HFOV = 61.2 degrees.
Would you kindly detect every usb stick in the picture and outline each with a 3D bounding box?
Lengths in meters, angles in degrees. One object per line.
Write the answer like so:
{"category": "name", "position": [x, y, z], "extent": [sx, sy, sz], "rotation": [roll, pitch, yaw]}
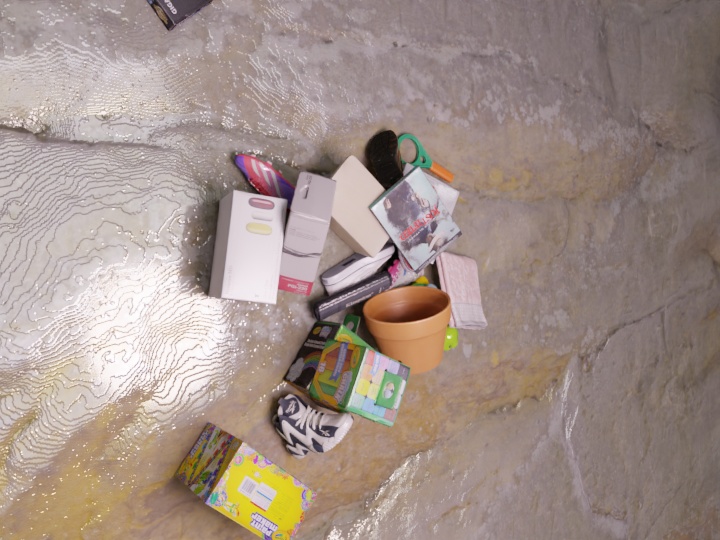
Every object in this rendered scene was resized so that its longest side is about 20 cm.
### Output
{"category": "usb stick", "position": [-0.017, 0.057, 1.375], "extent": [0.197, 0.033, 0.056], "rotation": [-24, 144, -17]}

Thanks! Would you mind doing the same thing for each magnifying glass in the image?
{"category": "magnifying glass", "position": [0.163, -0.280, 1.559], "extent": [0.197, 0.022, 0.081], "rotation": [25, 76, -29]}

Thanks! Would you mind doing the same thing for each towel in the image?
{"category": "towel", "position": [0.261, 0.053, 1.552], "extent": [0.198, 0.032, 0.196], "rotation": [9, 68, -56]}

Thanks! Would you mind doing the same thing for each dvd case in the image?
{"category": "dvd case", "position": [0.127, -0.111, 1.364], "extent": [0.145, 0.022, 0.201], "rotation": [-39, 117, -3]}

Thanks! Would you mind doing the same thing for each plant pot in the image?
{"category": "plant pot", "position": [0.111, 0.138, 1.361], "extent": [0.197, 0.199, 0.143], "rotation": [-21, 112, -31]}

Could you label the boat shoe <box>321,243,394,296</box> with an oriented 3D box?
{"category": "boat shoe", "position": [0.000, 0.000, 1.423], "extent": [0.197, 0.073, 0.067], "rotation": [-27, 112, -19]}

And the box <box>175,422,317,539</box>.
{"category": "box", "position": [-0.225, 0.417, 1.190], "extent": [0.200, 0.191, 0.123], "rotation": [43, 68, -24]}

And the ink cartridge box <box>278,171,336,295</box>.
{"category": "ink cartridge box", "position": [-0.112, -0.074, 1.235], "extent": [0.083, 0.202, 0.147], "rotation": [12, 42, -6]}

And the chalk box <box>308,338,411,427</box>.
{"category": "chalk box", "position": [0.008, 0.222, 1.195], "extent": [0.122, 0.199, 0.127], "rotation": [28, 75, -29]}

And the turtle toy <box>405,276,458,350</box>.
{"category": "turtle toy", "position": [0.170, 0.115, 1.509], "extent": [0.146, 0.100, 0.201], "rotation": [-48, 114, -24]}

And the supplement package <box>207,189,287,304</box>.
{"category": "supplement package", "position": [-0.226, -0.041, 1.206], "extent": [0.109, 0.155, 0.205], "rotation": [7, 86, -23]}

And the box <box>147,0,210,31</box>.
{"category": "box", "position": [-0.361, -0.614, 1.195], "extent": [0.199, 0.049, 0.201], "rotation": [-46, 112, -26]}

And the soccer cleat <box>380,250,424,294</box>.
{"category": "soccer cleat", "position": [0.106, 0.006, 1.478], "extent": [0.086, 0.070, 0.201], "rotation": [39, 66, -5]}

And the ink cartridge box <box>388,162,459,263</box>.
{"category": "ink cartridge box", "position": [0.139, -0.140, 1.503], "extent": [0.160, 0.057, 0.204], "rotation": [25, 81, -14]}

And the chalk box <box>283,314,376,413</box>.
{"category": "chalk box", "position": [-0.054, 0.193, 1.346], "extent": [0.124, 0.124, 0.202], "rotation": [40, 70, -26]}

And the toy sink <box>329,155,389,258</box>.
{"category": "toy sink", "position": [-0.018, -0.147, 1.370], "extent": [0.200, 0.112, 0.131], "rotation": [43, 79, -29]}

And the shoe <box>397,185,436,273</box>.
{"category": "shoe", "position": [0.137, -0.099, 1.424], "extent": [0.070, 0.091, 0.205], "rotation": [7, 81, -17]}

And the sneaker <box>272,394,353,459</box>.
{"category": "sneaker", "position": [-0.113, 0.312, 1.278], "extent": [0.130, 0.198, 0.080], "rotation": [50, 45, -10]}

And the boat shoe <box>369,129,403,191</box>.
{"category": "boat shoe", "position": [0.066, -0.242, 1.434], "extent": [0.074, 0.074, 0.203], "rotation": [60, 22, -50]}

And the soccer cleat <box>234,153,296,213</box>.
{"category": "soccer cleat", "position": [-0.189, -0.174, 1.298], "extent": [0.198, 0.066, 0.078], "rotation": [33, 77, -32]}
